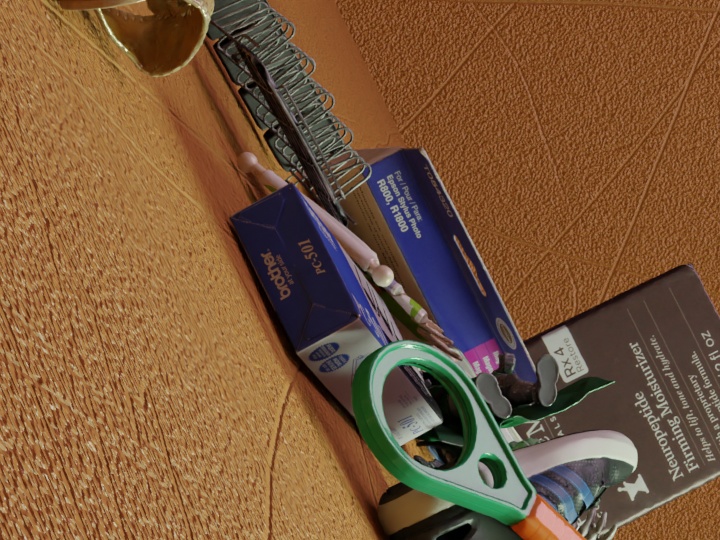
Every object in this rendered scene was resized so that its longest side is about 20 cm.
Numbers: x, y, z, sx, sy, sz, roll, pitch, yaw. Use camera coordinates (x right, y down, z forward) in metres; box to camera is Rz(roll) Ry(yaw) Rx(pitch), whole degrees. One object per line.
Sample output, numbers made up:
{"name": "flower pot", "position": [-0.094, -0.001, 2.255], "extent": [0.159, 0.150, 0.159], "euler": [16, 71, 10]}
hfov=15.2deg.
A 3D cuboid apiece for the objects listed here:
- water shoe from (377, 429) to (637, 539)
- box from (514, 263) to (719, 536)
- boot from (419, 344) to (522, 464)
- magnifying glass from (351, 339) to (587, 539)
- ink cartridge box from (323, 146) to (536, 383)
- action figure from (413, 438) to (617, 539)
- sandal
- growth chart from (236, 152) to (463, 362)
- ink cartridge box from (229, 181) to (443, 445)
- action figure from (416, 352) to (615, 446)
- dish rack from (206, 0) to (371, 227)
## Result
{"name": "water shoe", "position": [0.088, 0.143, 1.518], "extent": [0.200, 0.071, 0.079], "euler": [-9, 77, -45]}
{"name": "box", "position": [0.197, 0.117, 2.169], "extent": [0.166, 0.200, 0.164], "euler": [64, -12, 3]}
{"name": "boot", "position": [0.087, 0.144, 1.926], "extent": [0.200, 0.074, 0.096], "euler": [54, 11, -3]}
{"name": "magnifying glass", "position": [0.073, 0.116, 1.453], "extent": [0.200, 0.022, 0.080], "euler": [42, 46, -13]}
{"name": "ink cartridge box", "position": [0.043, 0.002, 2.009], "extent": [0.197, 0.043, 0.200], "euler": [63, -13, -9]}
{"name": "action figure", "position": [0.105, 0.166, 1.721], "extent": [0.119, 0.102, 0.200], "euler": [41, 17, -44]}
{"name": "sandal", "position": [-0.109, -0.129, 1.340], "extent": [0.212, 0.077, 0.070], "euler": [-67, 150, -76]}
{"name": "growth chart", "position": [0.000, 0.000, 1.713], "extent": [0.145, 0.018, 0.200], "euler": [40, -5, 22]}
{"name": "ink cartridge box", "position": [-0.011, 0.031, 1.553], "extent": [0.094, 0.044, 0.200], "euler": [63, 5, 25]}
{"name": "action figure", "position": [0.071, 0.084, 1.724], "extent": [0.200, 0.118, 0.055], "euler": [160, -83, -73]}
{"name": "dish rack", "position": [-0.047, -0.112, 1.782], "extent": [0.154, 0.055, 0.200], "euler": [60, -4, -22]}
